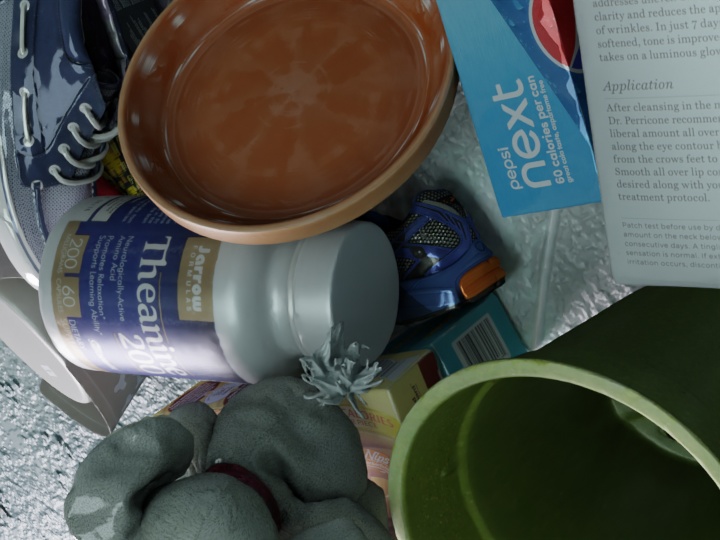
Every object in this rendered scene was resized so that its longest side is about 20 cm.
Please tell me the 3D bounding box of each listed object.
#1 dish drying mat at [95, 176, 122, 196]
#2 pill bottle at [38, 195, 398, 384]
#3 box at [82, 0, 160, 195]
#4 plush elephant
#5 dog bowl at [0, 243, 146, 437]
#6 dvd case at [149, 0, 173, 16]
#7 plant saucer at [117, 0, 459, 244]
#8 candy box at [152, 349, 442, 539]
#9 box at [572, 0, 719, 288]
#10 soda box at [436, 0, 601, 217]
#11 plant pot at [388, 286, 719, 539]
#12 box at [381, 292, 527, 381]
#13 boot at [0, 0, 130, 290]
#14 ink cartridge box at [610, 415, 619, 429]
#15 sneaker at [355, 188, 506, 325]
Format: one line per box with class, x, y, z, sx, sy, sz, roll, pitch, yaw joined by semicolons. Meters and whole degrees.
dish drying mat;-0.187;-0.036;0.897;0.200;0.018;0.077;41;131;8
pill bottle;-0.083;0.011;0.779;0.199;0.111;0.111;2;114;29
box;-0.188;-0.124;0.889;0.161;0.049;0.201;-23;100;40
plush elephant;-0.064;0.137;0.689;0.164;0.155;0.200;34;135;16
dog bowl;-0.239;0.034;0.974;0.200;0.059;0.200;38;159;17
dvd case;-0.091;-0.112;0.868;0.200;0.016;0.149;31;127;19
plant saucer;-0.040;-0.103;0.739;0.200;0.201;0.032;20;161;26
candy box;-0.027;0.121;0.806;0.199;0.055;0.116;-11;106;40
box;0.176;-0.112;0.584;0.106;0.152;0.201;3;114;35
soda box;0.088;-0.135;0.694;0.068;0.064;0.201;-7;109;38
plant pot;0.146;0.095;0.688;0.199;0.190;0.201;16;122;28
box;0.007;0.080;0.853;0.200;0.082;0.049;-26;96;41
boot;-0.185;-0.083;0.821;0.090;0.073;0.201;-3;105;31
ink cartridge box;0.097;0.174;0.851;0.200;0.059;0.104;-25;97;41
sneaker;0.000;0.000;0.834;0.199;0.075;0.079;-18;91;34
